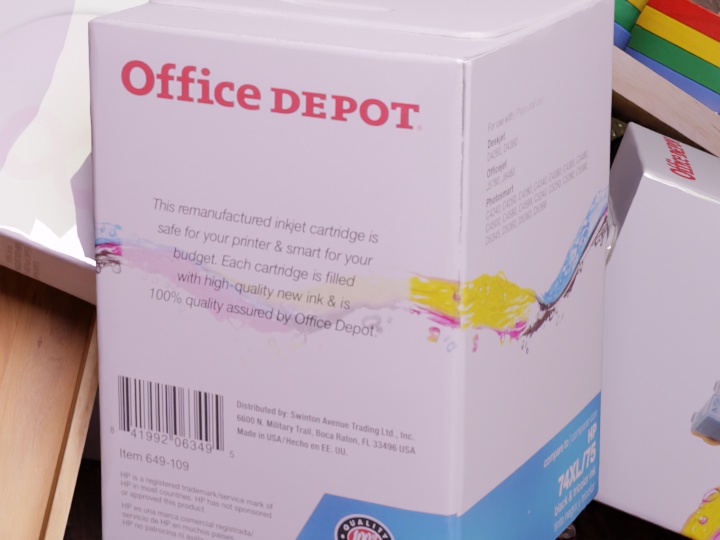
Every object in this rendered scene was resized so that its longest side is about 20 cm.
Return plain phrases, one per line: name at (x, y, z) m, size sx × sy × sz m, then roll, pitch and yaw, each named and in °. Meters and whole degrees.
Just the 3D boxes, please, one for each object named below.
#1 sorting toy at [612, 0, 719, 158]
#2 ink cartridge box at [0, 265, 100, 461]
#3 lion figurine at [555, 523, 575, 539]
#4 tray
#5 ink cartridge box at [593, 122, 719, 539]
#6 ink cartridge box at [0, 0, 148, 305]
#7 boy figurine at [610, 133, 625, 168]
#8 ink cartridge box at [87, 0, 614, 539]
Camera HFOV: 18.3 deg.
sorting toy at (0.111, -0.134, 1.153) m, size 0.199 × 0.070 × 0.198 m, roll 26°, pitch 5°, yaw -43°
ink cartridge box at (-0.189, -0.012, 0.945) m, size 0.198 × 0.085 × 0.145 m, roll 10°, pitch 43°, yaw -11°
lion figurine at (0.000, 0.142, 0.870) m, size 0.200 × 0.122 × 0.073 m, roll -16°, pitch 84°, yaw -60°
tray at (-0.146, 0.025, 0.848) m, size 0.098 × 0.037 × 0.201 m, roll 15°, pitch 54°, yaw -9°
ink cartridge box at (0.184, 0.043, 0.994) m, size 0.198 × 0.146 × 0.145 m, roll 22°, pitch 12°, yaw 0°
ink cartridge box at (-0.154, -0.096, 0.852) m, size 0.199 × 0.057 × 0.164 m, roll 24°, pitch 68°, yaw -6°
boy figurine at (0.061, -0.067, 1.120) m, size 0.199 × 0.064 × 0.125 m, roll 21°, pitch 49°, yaw -33°
ink cartridge box at (0.000, 0.000, 0.814) m, size 0.145 × 0.202 × 0.146 m, roll 9°, pitch 19°, yaw 25°
